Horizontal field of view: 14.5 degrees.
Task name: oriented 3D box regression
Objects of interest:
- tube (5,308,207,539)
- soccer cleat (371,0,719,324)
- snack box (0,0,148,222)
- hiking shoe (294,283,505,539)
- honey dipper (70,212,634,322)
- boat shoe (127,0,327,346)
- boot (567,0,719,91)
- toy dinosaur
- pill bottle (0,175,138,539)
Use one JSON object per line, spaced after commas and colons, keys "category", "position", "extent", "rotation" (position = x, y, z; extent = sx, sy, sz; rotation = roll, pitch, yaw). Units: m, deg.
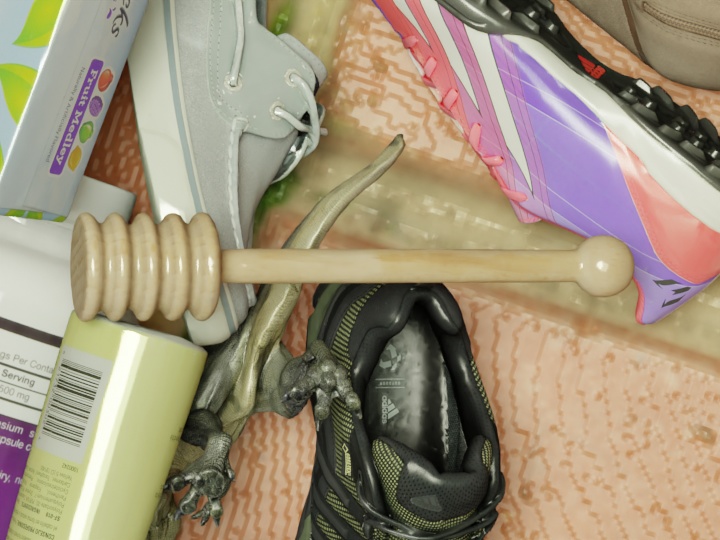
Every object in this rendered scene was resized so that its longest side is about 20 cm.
{"category": "tube", "position": [-0.106, 0.115, 0.984], "extent": [0.052, 0.058, 0.201], "rotation": [17, 87, 19]}
{"category": "soccer cleat", "position": [0.059, -0.062, 1.064], "extent": [0.200, 0.068, 0.073], "rotation": [39, 112, 5]}
{"category": "snack box", "position": [-0.132, -0.134, 0.971], "extent": [0.142, 0.053, 0.201], "rotation": [24, 96, 26]}
{"category": "hiking shoe", "position": [0.013, 0.093, 1.039], "extent": [0.075, 0.101, 0.201], "rotation": [-6, 90, -9]}
{"category": "honey dipper", "position": [0.000, 0.000, 0.981], "extent": [0.199, 0.038, 0.038], "rotation": [1, 90, -16]}
{"category": "boat shoe", "position": [-0.048, -0.071, 1.038], "extent": [0.071, 0.070, 0.201], "rotation": [-7, 67, -1]}
{"category": "boot", "position": [0.122, -0.142, 1.008], "extent": [0.146, 0.200, 0.070], "rotation": [24, 63, 18]}
{"category": "toy dinosaur", "position": [-0.040, 0.043, 1.031], "extent": [0.047, 0.088, 0.200], "rotation": [28, 109, -21]}
{"category": "pill bottle", "position": [-0.152, 0.053, 1.042], "extent": [0.112, 0.112, 0.201], "rotation": [20, 90, 1]}
